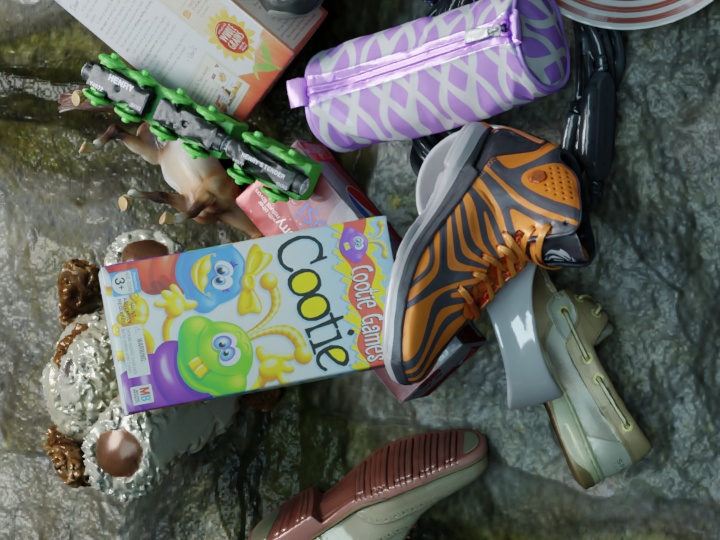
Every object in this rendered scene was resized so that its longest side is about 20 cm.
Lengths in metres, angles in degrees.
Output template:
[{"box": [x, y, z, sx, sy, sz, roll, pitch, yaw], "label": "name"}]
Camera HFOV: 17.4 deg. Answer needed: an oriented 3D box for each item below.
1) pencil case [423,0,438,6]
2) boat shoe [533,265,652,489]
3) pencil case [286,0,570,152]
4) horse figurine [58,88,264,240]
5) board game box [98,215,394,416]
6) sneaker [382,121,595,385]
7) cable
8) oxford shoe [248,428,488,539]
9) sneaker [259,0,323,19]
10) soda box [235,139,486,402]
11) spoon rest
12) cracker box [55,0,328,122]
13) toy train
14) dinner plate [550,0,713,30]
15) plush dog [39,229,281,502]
[{"box": [0.051, -0.299, 1.691, 0.090, 0.094, 0.201, 23, 101, 1], "label": "pencil case"}, {"box": [0.151, 0.053, 1.687, 0.066, 0.074, 0.201, -20, 80, 1], "label": "boat shoe"}, {"box": [0.053, -0.141, 1.658, 0.199, 0.085, 0.085, -17, 83, 33], "label": "pencil case"}, {"box": [-0.145, -0.081, 1.771, 0.200, 0.132, 0.050, 50, 121, 28], "label": "horse figurine"}, {"box": [-0.075, 0.032, 1.638, 0.198, 0.103, 0.106, -11, 88, -8], "label": "board game box"}, {"box": [0.091, -0.007, 1.571, 0.111, 0.078, 0.201, 15, 69, 21], "label": "sneaker"}, {"box": [0.110, -0.137, 1.706, 0.162, 0.051, 0.202, 2, 93, 27], "label": "cable"}, {"box": [0.017, 0.182, 1.751, 0.199, 0.071, 0.074, -27, 108, 19], "label": "oxford shoe"}, {"box": [-0.047, -0.277, 1.648, 0.075, 0.079, 0.202, 4, 79, 19], "label": "sneaker"}, {"box": [0.000, 0.000, 1.739, 0.070, 0.063, 0.200, -42, 78, 16], "label": "soda box"}, {"box": [0.099, -0.008, 1.638, 0.099, 0.061, 0.202, -15, 75, 5], "label": "spoon rest"}, {"box": [-0.137, -0.204, 1.724, 0.200, 0.058, 0.134, 40, 143, -4], "label": "cracker box"}, {"box": [-0.116, -0.105, 1.718, 0.199, 0.056, 0.042, 29, 102, 18], "label": "toy train"}, {"box": [0.190, -0.267, 1.660, 0.198, 0.024, 0.202, -1, 83, 7], "label": "dinner plate"}, {"box": [-0.170, 0.079, 1.785, 0.171, 0.160, 0.202, -2, 79, 38], "label": "plush dog"}]
